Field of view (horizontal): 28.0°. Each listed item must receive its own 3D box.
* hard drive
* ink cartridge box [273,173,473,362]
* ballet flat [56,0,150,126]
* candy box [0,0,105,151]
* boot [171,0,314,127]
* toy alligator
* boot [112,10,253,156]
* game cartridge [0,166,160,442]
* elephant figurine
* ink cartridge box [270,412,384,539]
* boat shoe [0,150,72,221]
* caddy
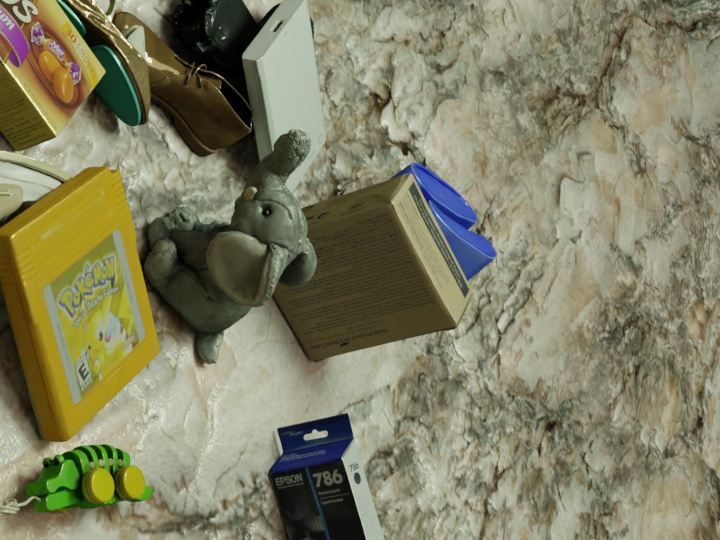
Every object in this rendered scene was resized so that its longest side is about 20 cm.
[{"bbox_3d":[-0.083,-0.191,1.622,0.200,0.026,0.132,82,27,-43],"label":"hard drive"},{"bbox_3d":[0.000,0.000,1.607,0.165,0.200,0.075,61,33,-21],"label":"ink cartridge box"},{"bbox_3d":[-0.258,-0.238,1.426,0.200,0.068,0.072,52,54,-24],"label":"ballet flat"},{"bbox_3d":[-0.329,-0.224,1.316,0.200,0.056,0.117,58,34,-27],"label":"candy box"},{"bbox_3d":[-0.134,-0.278,1.643,0.163,0.073,0.198,51,43,-40],"label":"boot"},{"bbox_3d":[-0.250,0.179,1.249,0.200,0.059,0.054,7,70,-58],"label":"toy alligator"},{"bbox_3d":[-0.188,-0.206,1.522,0.200,0.075,0.074,47,42,-36],"label":"boot"},{"bbox_3d":[-0.249,0.024,1.296,0.176,0.032,0.200,-49,137,-55],"label":"game cartridge"},{"bbox_3d":[-0.108,-0.023,1.440,0.155,0.200,0.142,48,39,-37],"label":"elephant figurine"},{"bbox_3d":[-0.033,0.258,1.530,0.039,0.099,0.200,-15,88,-58],"label":"ink cartridge box"},{"bbox_3d":[-0.329,-0.073,1.240,0.200,0.075,0.069,14,84,-58],"label":"boat shoe"},{"bbox_3d":[0.082,-0.047,1.865,0.200,0.105,0.141,31,27,-49],"label":"caddy"}]
